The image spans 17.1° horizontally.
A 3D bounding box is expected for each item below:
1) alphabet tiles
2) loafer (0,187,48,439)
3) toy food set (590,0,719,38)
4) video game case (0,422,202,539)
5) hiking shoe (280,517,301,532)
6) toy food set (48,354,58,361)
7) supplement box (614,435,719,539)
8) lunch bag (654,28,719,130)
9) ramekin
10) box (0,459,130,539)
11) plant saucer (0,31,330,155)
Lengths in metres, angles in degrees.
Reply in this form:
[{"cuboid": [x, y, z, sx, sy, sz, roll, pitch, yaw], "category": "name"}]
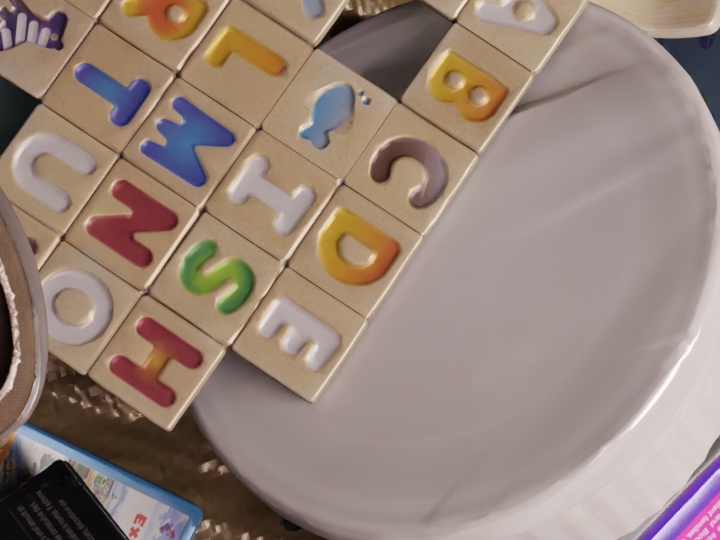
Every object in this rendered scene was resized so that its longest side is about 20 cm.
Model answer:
[{"cuboid": [-0.047, -0.056, 0.793, 0.167, 0.008, 0.200, 33, 80, 8], "category": "alphabet tiles"}, {"cuboid": [-0.161, -0.034, 0.742, 0.073, 0.071, 0.201, -24, 94, 7], "category": "loafer"}, {"cuboid": [0.071, -0.187, 0.820, 0.200, 0.060, 0.144, 34, 56, -39], "category": "toy food set"}, {"cuboid": [-0.171, 0.115, 0.905, 0.200, 0.018, 0.144, 30, 83, -30], "category": "video game case"}, {"cuboid": [0.000, 0.000, 0.948, 0.086, 0.074, 0.201, -5, 83, 9], "category": "hiking shoe"}, {"cuboid": [-0.115, -0.064, 0.887, 0.197, 0.049, 0.201, -26, 110, -23], "category": "toy food set"}, {"cuboid": [0.125, 0.156, 0.891, 0.103, 0.101, 0.200, -42, 115, -18], "category": "supplement box"}, {"cuboid": [0.197, -0.017, 1.012, 0.094, 0.150, 0.201, -18, 107, -26], "category": "lunch bag"}, {"cuboid": [0.042, 0.011, 0.822, 0.203, 0.202, 0.094, -56, 146, -9], "category": "ramekin"}, {"cuboid": [-0.129, 0.215, 0.868, 0.196, 0.124, 0.201, -33, 117, -11], "category": "box"}, {"cuboid": [-0.106, -0.076, 0.840, 0.200, 0.039, 0.202, -5, 101, -28], "category": "plant saucer"}]
